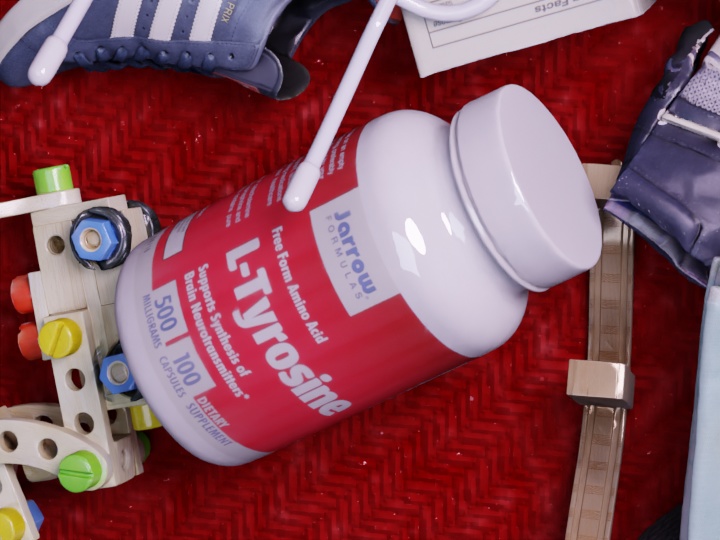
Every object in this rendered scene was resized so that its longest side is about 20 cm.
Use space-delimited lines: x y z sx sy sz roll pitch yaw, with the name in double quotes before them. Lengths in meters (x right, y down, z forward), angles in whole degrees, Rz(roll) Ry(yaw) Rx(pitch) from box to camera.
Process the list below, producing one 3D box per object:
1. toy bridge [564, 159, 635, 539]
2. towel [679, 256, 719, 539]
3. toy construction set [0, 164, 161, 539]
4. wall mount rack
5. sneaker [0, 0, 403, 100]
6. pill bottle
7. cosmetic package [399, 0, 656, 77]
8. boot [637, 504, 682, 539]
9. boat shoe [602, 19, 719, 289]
"toy bridge" 0.107 0.050 1.026 0.027 0.067 0.202 4 83 12
"towel" 0.219 0.085 0.953 0.169 0.048 0.202 3 112 1
"toy construction set" -0.155 0.029 1.077 0.130 0.092 0.202 -10 107 19
"wall mount rack" -0.040 -0.133 0.932 0.199 0.075 0.175 26 106 -2
"sneaker" -0.072 -0.107 1.028 0.199 0.075 0.085 -22 87 16
"pill bottle" 0.000 0.000 1.005 0.199 0.112 0.113 -26 95 25
"cosmetic package" 0.051 -0.195 0.985 0.103 0.073 0.202 -13 99 16
"boot" 0.197 0.151 1.032 0.132 0.070 0.200 46 112 -5
"boat shoe" 0.196 -0.012 0.977 0.199 0.075 0.093 35 79 10
